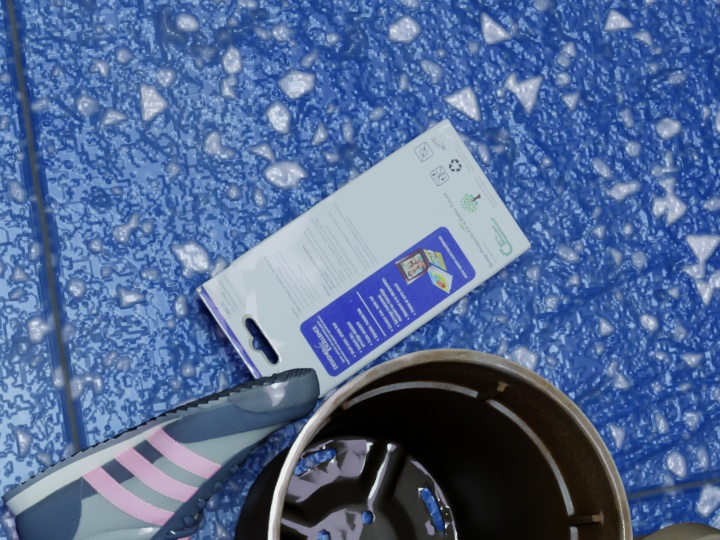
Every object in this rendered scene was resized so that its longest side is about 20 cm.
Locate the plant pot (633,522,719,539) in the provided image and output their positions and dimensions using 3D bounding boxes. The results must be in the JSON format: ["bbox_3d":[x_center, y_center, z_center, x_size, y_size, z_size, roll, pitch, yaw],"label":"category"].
[{"bbox_3d":[0.151,0.235,1.132,0.200,0.092,0.202,-18,118,-38],"label":"plant pot"}]

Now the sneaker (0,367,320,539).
[{"bbox_3d":[-0.101,0.121,1.078,0.199,0.070,0.083,-25,87,15],"label":"sneaker"}]

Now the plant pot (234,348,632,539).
[{"bbox_3d":[0.021,0.156,1.069,0.199,0.198,0.202,3,79,-17],"label":"plant pot"}]

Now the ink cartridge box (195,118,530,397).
[{"bbox_3d":[0.000,0.000,1.174,0.199,0.039,0.100,-34,92,-20],"label":"ink cartridge box"}]
